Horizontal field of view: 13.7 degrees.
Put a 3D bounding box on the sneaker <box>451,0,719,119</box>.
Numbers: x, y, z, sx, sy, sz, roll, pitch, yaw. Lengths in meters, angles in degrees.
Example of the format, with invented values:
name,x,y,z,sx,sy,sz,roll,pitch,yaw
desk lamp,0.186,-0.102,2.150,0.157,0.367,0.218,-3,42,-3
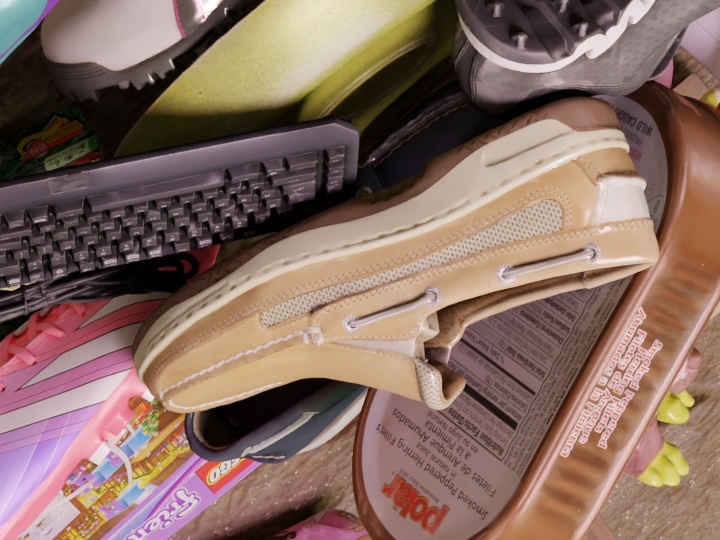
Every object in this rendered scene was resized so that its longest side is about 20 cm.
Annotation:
name,x,y,z,sx,sy,sz,roll,pitch,yaw
sneaker,0.107,-0.112,1.044,0.199,0.067,0.091,-30,164,-22

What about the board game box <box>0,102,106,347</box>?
name,x,y,z,sx,sy,sz,roll,pitch,yaw
board game box,-0.182,0.019,1.095,0.199,0.023,0.105,-28,150,-19

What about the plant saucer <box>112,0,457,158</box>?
name,x,y,z,sx,sy,sz,roll,pitch,yaw
plant saucer,-0.002,-0.078,1.080,0.199,0.031,0.200,-36,173,-5

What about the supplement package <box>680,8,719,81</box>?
name,x,y,z,sx,sy,sz,roll,pitch,yaw
supplement package,0.231,-0.085,1.209,0.114,0.200,0.109,-51,166,20

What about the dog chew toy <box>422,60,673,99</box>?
name,x,y,z,sx,sy,sz,roll,pitch,yaw
dog chew toy,0.066,-0.032,1.209,0.124,0.125,0.201,-10,130,-40

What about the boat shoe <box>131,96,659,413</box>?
name,x,y,z,sx,sy,sz,roll,pitch,yaw
boat shoe,0.011,0.014,1.042,0.199,0.077,0.072,-28,167,23

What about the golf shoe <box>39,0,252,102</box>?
name,x,y,z,sx,sy,sz,roll,pitch,yaw
golf shoe,-0.048,-0.141,1.001,0.200,0.077,0.088,-41,118,19

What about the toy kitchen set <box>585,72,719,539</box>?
name,x,y,z,sx,sy,sz,roll,pitch,yaw
toy kitchen set,0.141,0.060,1.340,0.200,0.181,0.163,-39,151,8

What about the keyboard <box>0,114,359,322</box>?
name,x,y,z,sx,sy,sz,roll,pitch,yaw
keyboard,-0.099,-0.007,1.042,0.199,0.021,0.127,-11,162,-7

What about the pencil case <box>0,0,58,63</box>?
name,x,y,z,sx,sy,sz,roll,pitch,yaw
pencil case,-0.114,-0.124,0.920,0.200,0.085,0.092,-46,162,10

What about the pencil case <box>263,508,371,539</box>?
name,x,y,z,sx,sy,sz,roll,pitch,yaw
pencil case,-0.073,0.177,1.360,0.199,0.083,0.086,-22,-172,-28

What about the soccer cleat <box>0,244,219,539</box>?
name,x,y,z,sx,sy,sz,roll,pitch,yaw
soccer cleat,-0.130,0.054,1.121,0.200,0.076,0.067,-53,-178,-3

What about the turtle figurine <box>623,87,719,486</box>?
name,x,y,z,sx,sy,sz,roll,pitch,yaw
turtle figurine,0.127,-0.003,1.115,0.064,0.200,0.162,12,118,-12

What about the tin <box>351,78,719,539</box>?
name,x,y,z,sx,sy,sz,roll,pitch,yaw
tin,0.065,0.022,1.079,0.042,0.112,0.201,24,97,-34

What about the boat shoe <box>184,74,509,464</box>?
name,x,y,z,sx,sy,sz,roll,pitch,yaw
boat shoe,0.000,0.000,1.152,0.200,0.075,0.062,-45,167,27

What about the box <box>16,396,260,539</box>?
name,x,y,z,sx,sy,sz,roll,pitch,yaw
box,-0.142,0.098,1.222,0.200,0.039,0.137,-38,148,-3
